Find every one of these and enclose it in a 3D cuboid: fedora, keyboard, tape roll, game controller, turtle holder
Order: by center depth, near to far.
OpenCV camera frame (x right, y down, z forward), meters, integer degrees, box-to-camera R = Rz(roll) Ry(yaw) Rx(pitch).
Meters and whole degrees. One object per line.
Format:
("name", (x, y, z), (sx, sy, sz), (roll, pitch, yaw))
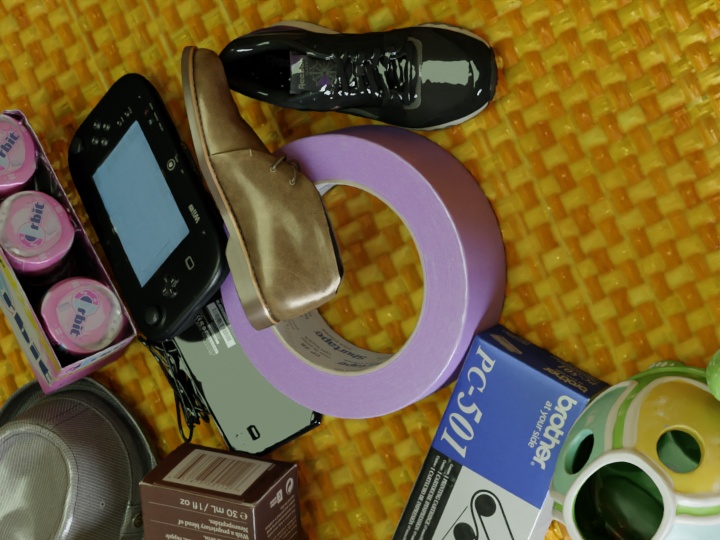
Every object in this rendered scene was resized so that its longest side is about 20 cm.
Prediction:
("turtle holder", (0.207, 0.133, 1.478), (0.185, 0.132, 0.141), (-23, 87, 30))
("tape roll", (0.000, 0.000, 1.606), (0.199, 0.066, 0.201), (5, 101, 27))
("game controller", (-0.155, -0.048, 1.656), (0.104, 0.042, 0.200), (-54, 50, 36))
("keyboard", (-0.112, 0.047, 1.703), (0.104, 0.040, 0.201), (-28, 84, 7))
("fedora", (-0.242, 0.182, 1.757), (0.177, 0.090, 0.201), (31, 113, 21))

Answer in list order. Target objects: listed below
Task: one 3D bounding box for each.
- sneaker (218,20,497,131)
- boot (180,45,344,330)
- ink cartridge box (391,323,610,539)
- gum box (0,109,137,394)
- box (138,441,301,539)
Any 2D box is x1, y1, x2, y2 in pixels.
("sneaker", (-0.006, -0.131, 1.570), (0.199, 0.087, 0.076), (4, 101, 28))
("boot", (-0.068, -0.065, 1.565), (0.075, 0.074, 0.201), (-19, 94, 12))
("ink cartridge box", (0.092, 0.148, 1.594), (0.094, 0.044, 0.201), (28, 112, 20))
("gum box", (-0.246, -0.017, 1.704), (0.201, 0.066, 0.113), (62, 163, 5))
("box", (-0.099, 0.236, 1.678), (0.100, 0.075, 0.201), (8, 117, 25))
